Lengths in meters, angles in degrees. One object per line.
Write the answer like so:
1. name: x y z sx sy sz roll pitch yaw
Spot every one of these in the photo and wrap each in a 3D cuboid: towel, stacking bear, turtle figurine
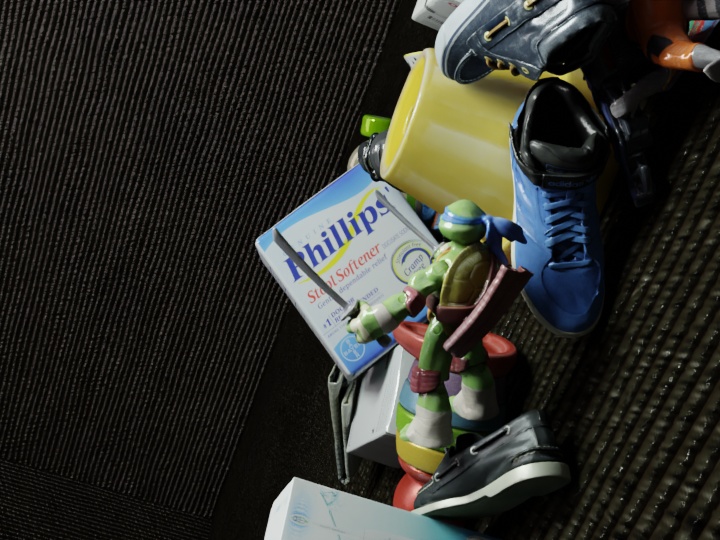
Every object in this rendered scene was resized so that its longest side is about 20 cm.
1. towel: 0.005 0.162 1.327 0.193 0.034 0.202 -62 -25 -46
2. stacking bear: 0.080 0.164 0.922 0.114 0.120 0.203 -147 66 -71
3. turtle figurine: 0.048 0.034 0.801 0.144 0.197 0.197 -57 -37 -70

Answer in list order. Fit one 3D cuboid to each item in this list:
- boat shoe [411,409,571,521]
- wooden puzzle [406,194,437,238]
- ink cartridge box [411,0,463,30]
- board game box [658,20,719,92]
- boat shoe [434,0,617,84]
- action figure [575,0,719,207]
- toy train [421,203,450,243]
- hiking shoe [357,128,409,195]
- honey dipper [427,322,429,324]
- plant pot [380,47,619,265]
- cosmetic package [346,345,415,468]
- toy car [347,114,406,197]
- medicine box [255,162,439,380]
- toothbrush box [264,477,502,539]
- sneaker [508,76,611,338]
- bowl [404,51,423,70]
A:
1. boat shoe: 0.102 0.167 0.808 0.199 0.073 0.067 132 139 -57
2. wooden puzzle: 0.083 -0.090 1.320 0.201 0.046 0.188 -69 -18 -64
3. ink cartridge box: 0.165 -0.368 1.299 0.200 0.144 0.085 -146 77 -80
4. board game box: 0.265 -0.249 0.787 0.201 0.038 0.159 116 168 -46
5. boat shoe: 0.122 -0.179 0.750 0.092 0.070 0.200 70 157 12
6. action figure: 0.231 -0.159 0.727 0.193 0.103 0.203 176 76 -78
7. toy train: 0.143 -0.121 1.169 0.114 0.086 0.203 -5 65 70
8. hiking shoe: 0.037 -0.119 1.066 0.200 0.099 0.077 -8 -84 -68
9. honey dipper: 0.102 0.076 1.183 0.200 0.037 0.039 149 138 -71
10. plant pot: 0.126 -0.119 0.919 0.201 0.186 0.204 -162 90 -82
11. cosmetic package: 0.050 0.168 1.159 0.200 0.080 0.114 131 155 -66
12. toy car: 0.064 -0.165 1.567 0.200 0.155 0.167 -61 -19 -77
13. medicine box: 0.000 0.000 1.172 0.181 0.201 0.103 -36 -7 -7
14. toothbrush box: 0.009 0.281 0.810 0.086 0.197 0.148 122 165 -56
15. sneaker: 0.158 -0.052 0.757 0.111 0.075 0.203 71 -165 -77
16. bowl: 0.150 -0.204 1.065 0.201 0.197 0.096 -120 23 -78
